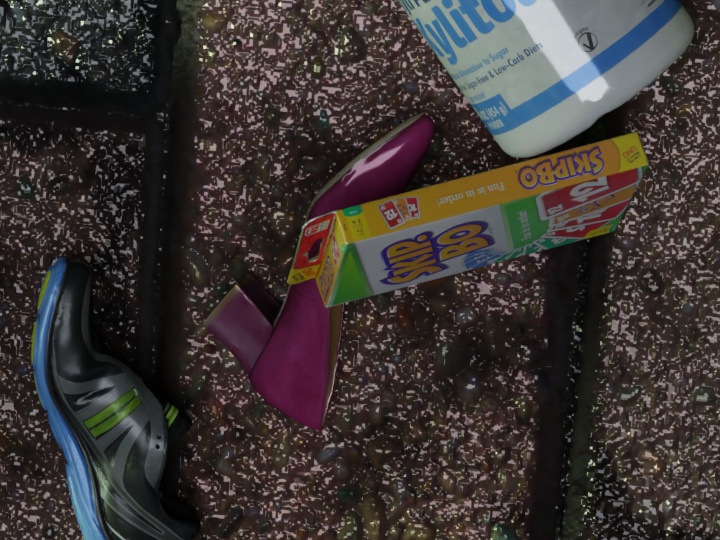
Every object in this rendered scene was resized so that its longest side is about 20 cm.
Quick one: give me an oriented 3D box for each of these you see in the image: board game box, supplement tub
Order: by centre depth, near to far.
[{"bbox_3d":[0.082,-0.176,1.672,0.132,0.132,0.200,-35,97,13],"label":"supplement tub"},{"bbox_3d":[0.059,-0.026,1.695,0.200,0.096,0.030,-12,70,-13],"label":"board game box"}]

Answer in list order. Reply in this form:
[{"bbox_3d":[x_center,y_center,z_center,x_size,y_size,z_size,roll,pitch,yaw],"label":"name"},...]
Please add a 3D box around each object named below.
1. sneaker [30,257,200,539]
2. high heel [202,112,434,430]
[{"bbox_3d":[-0.146,0.082,1.798,0.083,0.071,0.200,-15,106,5],"label":"sneaker"},{"bbox_3d":[0.000,0.000,1.757,0.096,0.067,0.200,44,119,3],"label":"high heel"}]
